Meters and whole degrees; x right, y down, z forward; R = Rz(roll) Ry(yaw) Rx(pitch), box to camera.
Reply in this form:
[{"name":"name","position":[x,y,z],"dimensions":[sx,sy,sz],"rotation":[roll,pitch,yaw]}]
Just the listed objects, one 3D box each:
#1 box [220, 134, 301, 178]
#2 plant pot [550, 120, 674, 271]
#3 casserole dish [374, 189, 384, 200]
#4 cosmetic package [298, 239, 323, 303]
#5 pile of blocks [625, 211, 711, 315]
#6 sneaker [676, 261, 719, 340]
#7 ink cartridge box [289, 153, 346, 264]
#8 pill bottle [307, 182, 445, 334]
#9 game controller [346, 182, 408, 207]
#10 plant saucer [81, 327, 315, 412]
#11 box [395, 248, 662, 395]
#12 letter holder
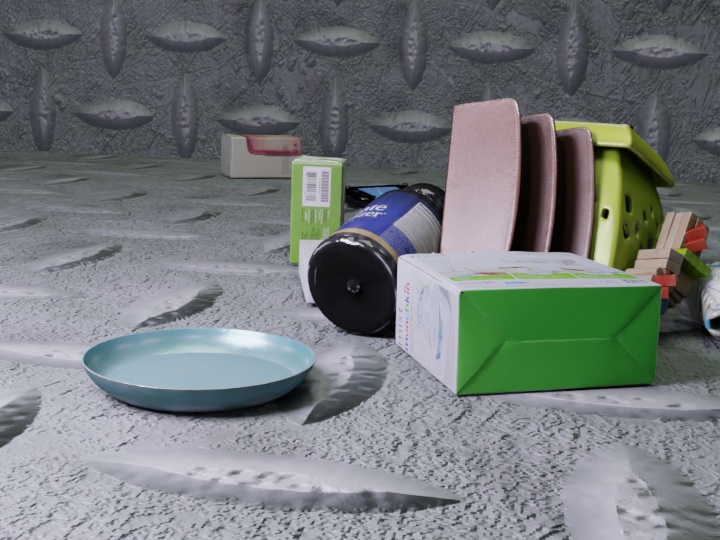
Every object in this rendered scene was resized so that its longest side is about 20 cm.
[{"name":"box","position":[-0.271,-0.311,2.821],"dimensions":[0.197,0.111,0.128],"rotation":[-2,11,-21]},{"name":"plant pot","position":[0.261,-0.073,1.248],"dimensions":[0.198,0.185,0.198],"rotation":[9,-6,35]},{"name":"casserole dish","position":[0.091,-0.039,1.369],"dimensions":[0.199,0.039,0.121],"rotation":[37,5,24]},{"name":"cosmetic package","position":[0.000,0.000,1.307],"dimensions":[0.148,0.053,0.200],"rotation":[3,10,-6]},{"name":"pile of blocks","position":[0.326,0.016,1.110],"dimensions":[0.200,0.083,0.062],"rotation":[-42,20,-25]},{"name":"sneaker","position":[0.390,0.040,1.112],"dimensions":[0.085,0.076,0.200],"rotation":[-10,13,-21]},{"name":"ink cartridge box","position":[-0.058,-0.098,1.560],"dimensions":[0.074,0.151,0.200],"rotation":[3,10,3]},{"name":"pill bottle","position":[0.034,-0.022,1.135],"dimensions":[0.110,0.114,0.200],"rotation":[7,27,26]},{"name":"game controller","position":[0.052,-0.164,2.260],"dimensions":[0.198,0.043,0.104],"rotation":[-7,13,-37]},{"name":"plant saucer","position":[-0.136,0.084,0.886],"dimensions":[0.196,0.028,0.200],"rotation":[1,10,0]},{"name":"box","position":[0.150,0.041,0.978],"dimensions":[0.197,0.098,0.176],"rotation":[-1,10,-17]},{"name":"letter holder","position":[0.174,-0.076,1.130],"dimensions":[0.140,0.203,0.100],"rotation":[-3,-20,31]}]
